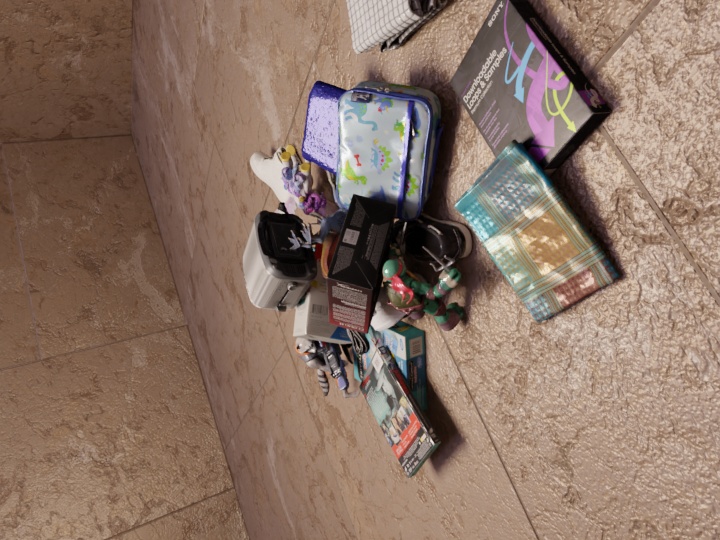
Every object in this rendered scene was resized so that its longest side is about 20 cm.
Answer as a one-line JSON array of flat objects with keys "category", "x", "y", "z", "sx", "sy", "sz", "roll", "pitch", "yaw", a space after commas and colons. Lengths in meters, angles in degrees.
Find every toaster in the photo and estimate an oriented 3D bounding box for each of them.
[{"category": "toaster", "x": -0.163, "y": -0.020, "z": 1.052, "sx": 0.130, "sy": 0.112, "sz": 0.202, "roll": -56, "pitch": 42, "yaw": 39}]

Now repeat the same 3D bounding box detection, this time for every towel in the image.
[{"category": "towel", "x": 0.050, "y": -0.444, "z": 0.806, "sx": 0.165, "sy": 0.084, "sz": 0.205, "roll": -5, "pitch": 94, "yaw": 59}, {"category": "towel", "x": -0.007, "y": -0.229, "z": 0.946, "sx": 0.197, "sy": 0.049, "sz": 0.150, "roll": 27, "pitch": 123, "yaw": 20}, {"category": "towel", "x": 0.210, "y": -0.044, "z": 0.684, "sx": 0.202, "sy": 0.021, "sz": 0.147, "roll": 57, "pitch": 148, "yaw": 11}]

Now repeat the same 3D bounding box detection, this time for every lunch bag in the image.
[{"category": "lunch bag", "x": 0.043, "y": -0.185, "z": 0.853, "sx": 0.158, "sy": 0.083, "sz": 0.204, "roll": 14, "pitch": 122, "yaw": 15}]

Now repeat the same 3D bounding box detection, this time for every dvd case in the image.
[{"category": "dvd case", "x": 0.066, "y": 0.260, "z": 1.005, "sx": 0.201, "sy": 0.022, "sz": 0.147, "roll": 56, "pitch": 146, "yaw": 30}]

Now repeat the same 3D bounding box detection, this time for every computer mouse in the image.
[{"category": "computer mouse", "x": 0.036, "y": 0.068, "z": 0.978, "sx": 0.199, "sy": 0.043, "sz": 0.111, "roll": -35, "pitch": 71, "yaw": 32}]

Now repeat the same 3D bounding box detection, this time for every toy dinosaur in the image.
[{"category": "toy dinosaur", "x": -0.044, "y": -0.079, "z": 1.016, "sx": 0.105, "sy": 0.179, "sz": 0.203, "roll": -42, "pitch": 71, "yaw": 51}]

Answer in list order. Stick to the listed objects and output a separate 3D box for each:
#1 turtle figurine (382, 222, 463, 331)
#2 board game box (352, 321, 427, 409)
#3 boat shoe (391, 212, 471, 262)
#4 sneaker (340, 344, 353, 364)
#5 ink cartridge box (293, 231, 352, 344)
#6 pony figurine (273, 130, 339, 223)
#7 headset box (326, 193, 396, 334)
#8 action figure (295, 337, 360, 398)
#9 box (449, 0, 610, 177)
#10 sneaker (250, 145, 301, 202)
[{"category": "turtle figurine", "x": 0.080, "y": 0.018, "z": 0.820, "sx": 0.149, "sy": 0.101, "sz": 0.201, "roll": 40, "pitch": 172, "yaw": 41}, {"category": "board game box", "x": 0.050, "y": 0.169, "z": 1.066, "sx": 0.199, "sy": 0.046, "sz": 0.154, "roll": 19, "pitch": 116, "yaw": 57}, {"category": "boat shoe", "x": 0.095, "y": -0.050, "z": 0.890, "sx": 0.199, "sy": 0.059, "sz": 0.076, "roll": 21, "pitch": 119, "yaw": 57}, {"category": "sneaker", "x": -0.030, "y": 0.093, "z": 1.173, "sx": 0.104, "sy": 0.059, "sz": 0.203, "roll": 44, "pitch": 142, "yaw": 49}, {"category": "ink cartridge box", "x": -0.061, "y": 0.037, "z": 1.087, "sx": 0.067, "sy": 0.114, "sz": 0.205, "roll": -19, "pitch": 62, "yaw": 59}, {"category": "pony figurine", "x": -0.118, "y": -0.160, "z": 1.149, "sx": 0.202, "sy": 0.163, "sz": 0.196, "roll": 85, "pitch": -177, "yaw": -52}, {"category": "headset box", "x": 0.000, "y": 0.000, "z": 0.888, "sx": 0.201, "sy": 0.076, "sz": 0.151, "roll": 92, "pitch": -167, "yaw": -62}, {"category": "action figure", "x": -0.075, "y": 0.203, "z": 1.145, "sx": 0.194, "sy": 0.103, "sz": 0.201, "roll": 55, "pitch": -172, "yaw": -38}, {"category": "box", "x": 0.196, "y": -0.217, "z": 0.674, "sx": 0.203, "sy": 0.035, "sz": 0.144, "roll": 66, "pitch": 149, "yaw": 23}, {"category": "sneaker", "x": -0.202, "y": -0.265, "z": 1.340, "sx": 0.200, "sy": 0.073, "sz": 0.117, "roll": 46, "pitch": 137, "yaw": 29}]
